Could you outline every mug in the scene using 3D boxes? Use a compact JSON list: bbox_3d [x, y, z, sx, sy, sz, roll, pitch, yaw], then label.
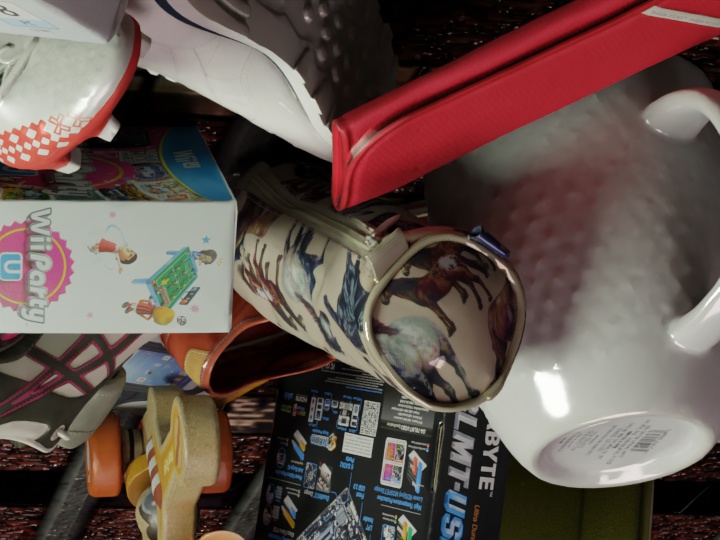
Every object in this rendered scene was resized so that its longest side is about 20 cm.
[{"bbox_3d":[0.123,-0.006,1.096,0.147,0.176,0.200,10,149,-30],"label":"mug"}]

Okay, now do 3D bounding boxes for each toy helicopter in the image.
[{"bbox_3d":[-0.098,0.120,1.246,0.079,0.132,0.200,0,160,-11],"label":"toy helicopter"}]

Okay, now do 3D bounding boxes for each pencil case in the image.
[{"bbox_3d":[0.000,0.000,1.084,0.078,0.090,0.200,-31,-158,-15],"label":"pencil case"}]

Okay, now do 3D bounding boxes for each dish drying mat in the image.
[{"bbox_3d":[0.078,-0.085,1.019,0.200,0.018,0.077,-27,159,-13],"label":"dish drying mat"}]

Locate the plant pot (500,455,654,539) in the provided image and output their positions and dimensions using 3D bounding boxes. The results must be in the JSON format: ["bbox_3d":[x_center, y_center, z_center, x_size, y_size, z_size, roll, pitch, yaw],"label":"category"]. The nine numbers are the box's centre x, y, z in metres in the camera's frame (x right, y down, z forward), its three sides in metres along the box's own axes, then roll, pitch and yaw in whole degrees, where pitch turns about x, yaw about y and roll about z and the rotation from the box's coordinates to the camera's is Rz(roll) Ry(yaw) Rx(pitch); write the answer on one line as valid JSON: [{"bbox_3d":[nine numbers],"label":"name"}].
[{"bbox_3d":[0.066,0.159,1.425,0.193,0.201,0.200,6,153,-1],"label":"plant pot"}]

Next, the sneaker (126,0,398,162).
[{"bbox_3d":[-0.054,-0.101,1.000,0.080,0.077,0.200,-8,152,30],"label":"sneaker"}]

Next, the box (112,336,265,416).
[{"bbox_3d":[-0.135,0.030,1.264,0.200,0.042,0.119,15,147,-40],"label":"box"}]

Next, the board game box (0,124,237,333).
[{"bbox_3d":[-0.163,-0.020,1.046,0.200,0.064,0.148,0,-164,-11],"label":"board game box"}]

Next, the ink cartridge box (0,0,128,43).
[{"bbox_3d":[-0.198,-0.139,0.822,0.160,0.047,0.200,11,171,39],"label":"ink cartridge box"}]

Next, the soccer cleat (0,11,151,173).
[{"bbox_3d":[-0.160,-0.083,0.952,0.085,0.069,0.200,30,164,-33],"label":"soccer cleat"}]

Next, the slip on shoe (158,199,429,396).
[{"bbox_3d":[-0.004,0.016,1.212,0.200,0.061,0.074,-16,141,-11],"label":"slip on shoe"}]

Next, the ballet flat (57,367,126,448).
[{"bbox_3d":[-0.200,0.011,1.162,0.200,0.067,0.064,39,103,-21],"label":"ballet flat"}]

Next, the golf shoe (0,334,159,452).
[{"bbox_3d":[-0.147,0.035,1.122,0.077,0.088,0.200,15,-158,42],"label":"golf shoe"}]

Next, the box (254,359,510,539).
[{"bbox_3d":[0.006,0.135,1.255,0.050,0.199,0.200,8,178,-27],"label":"box"}]
